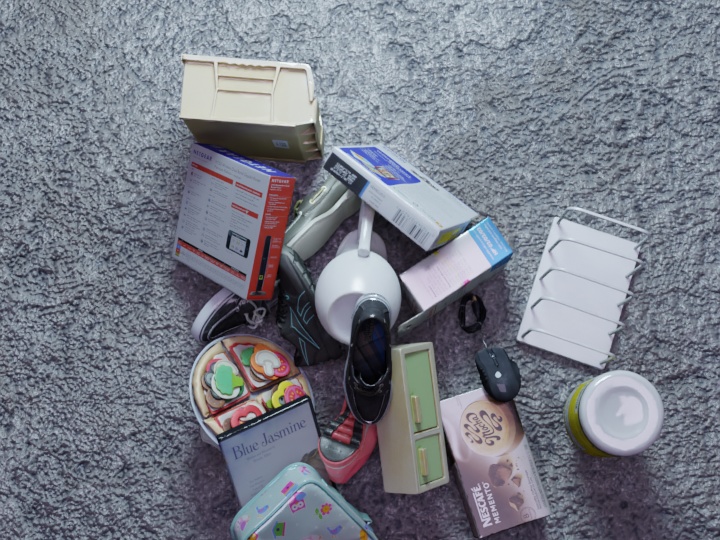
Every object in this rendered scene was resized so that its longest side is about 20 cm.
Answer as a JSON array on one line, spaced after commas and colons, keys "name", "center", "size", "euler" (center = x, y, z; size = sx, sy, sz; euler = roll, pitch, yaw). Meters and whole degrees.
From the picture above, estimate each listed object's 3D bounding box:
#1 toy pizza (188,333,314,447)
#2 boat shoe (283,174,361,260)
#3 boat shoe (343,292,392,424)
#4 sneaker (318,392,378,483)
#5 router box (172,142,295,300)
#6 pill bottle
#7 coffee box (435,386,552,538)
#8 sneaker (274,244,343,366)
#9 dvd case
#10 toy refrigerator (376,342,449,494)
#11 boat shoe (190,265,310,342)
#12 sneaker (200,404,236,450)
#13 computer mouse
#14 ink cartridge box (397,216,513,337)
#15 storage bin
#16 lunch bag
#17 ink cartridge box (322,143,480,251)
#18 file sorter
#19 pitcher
[{"name": "toy pizza", "center": [-0.150, 0.178, 1.508], "size": [0.199, 0.032, 0.202], "euler": [17, 53, -24]}, {"name": "boat shoe", "center": [-0.063, -0.087, 1.579], "size": [0.060, 0.072, 0.202], "euler": [36, 64, 20]}, {"name": "boat shoe", "center": [0.014, 0.130, 1.392], "size": [0.069, 0.066, 0.201], "euler": [7, 117, 0]}, {"name": "sneaker", "center": [-0.001, 0.225, 1.524], "size": [0.073, 0.087, 0.200], "euler": [19, 47, 23]}, {"name": "router box", "center": [-0.187, -0.074, 1.514], "size": [0.199, 0.049, 0.181], "euler": [27, 109, 44]}, {"name": "pill bottle", "center": [0.346, 0.204, 1.463], "size": [0.111, 0.200, 0.114], "euler": [0, 80, 2]}, {"name": "coffee box", "center": [0.188, 0.273, 1.514], "size": [0.112, 0.080, 0.202], "euler": [-16, 79, -4]}, {"name": "sneaker", "center": [-0.091, 0.059, 1.524], "size": [0.079, 0.076, 0.201], "euler": [-22, 115, 2]}, {"name": "dvd case", "center": [-0.110, 0.289, 1.475], "size": [0.142, 0.018, 0.201], "euler": [-23, 113, -19]}, {"name": "toy refrigerator", "center": [0.070, 0.206, 1.476], "size": [0.070, 0.076, 0.202], "euler": [-7, 89, 42]}, {"name": "boat shoe", "center": [-0.161, 0.049, 1.567], "size": [0.199, 0.074, 0.068], "euler": [-38, 66, -15]}, {"name": "sneaker", "center": [-0.144, 0.261, 1.533], "size": [0.199, 0.081, 0.075], "euler": [33, 46, -10]}, {"name": "computer mouse", "center": [0.185, 0.106, 1.523], "size": [0.058, 0.034, 0.201], "euler": [-17, 49, -3]}, {"name": "ink cartridge box", "center": [0.121, 0.013, 1.546], "size": [0.199, 0.115, 0.068], "euler": [-33, 79, -5]}, {"name": "storage bin", "center": [-0.155, -0.235, 1.554], "size": [0.197, 0.200, 0.095], "euler": [5, 81, 2]}, {"name": "lunch bag", "center": [-0.071, 0.375, 1.465], "size": [0.160, 0.077, 0.200], "euler": [-45, 119, -9]}, {"name": "ink cartridge box", "center": [0.063, -0.113, 1.534], "size": [0.197, 0.200, 0.047], "euler": [38, 107, 13]}, {"name": "file sorter", "center": [0.330, 0.023, 1.536], "size": [0.138, 0.125, 0.201], "euler": [19, 80, 4]}, {"name": "pitcher", "center": [0.000, 0.000, 1.480], "size": [0.120, 0.200, 0.173], "euler": [5, 115, 1]}]
